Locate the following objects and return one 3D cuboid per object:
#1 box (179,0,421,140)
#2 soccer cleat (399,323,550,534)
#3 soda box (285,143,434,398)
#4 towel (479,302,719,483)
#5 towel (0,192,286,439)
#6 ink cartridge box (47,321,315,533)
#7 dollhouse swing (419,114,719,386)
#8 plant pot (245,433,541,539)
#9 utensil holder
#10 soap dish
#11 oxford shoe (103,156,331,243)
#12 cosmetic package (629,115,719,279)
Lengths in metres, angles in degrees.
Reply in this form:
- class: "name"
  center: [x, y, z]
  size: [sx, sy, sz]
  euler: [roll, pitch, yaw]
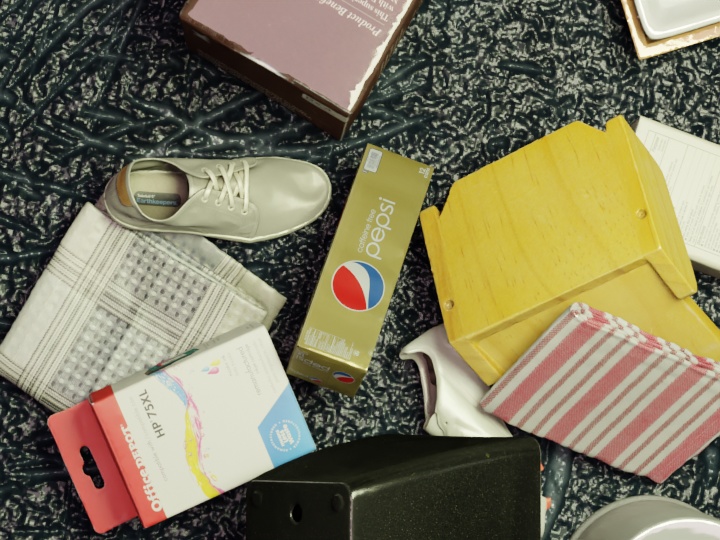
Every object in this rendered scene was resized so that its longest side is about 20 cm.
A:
- class: "box"
  center: [-0.033, -0.244, 1.711]
  size: [0.165, 0.164, 0.201]
  euler: [30, 86, -1]
- class: "soccer cleat"
  center: [0.096, 0.143, 1.738]
  size: [0.077, 0.069, 0.202]
  euler: [-19, 80, -24]
- class: "soda box"
  center: [0.000, 0.000, 1.713]
  size: [0.063, 0.068, 0.202]
  euler: [20, 65, -1]
- class: "towel"
  center: [0.216, 0.102, 1.698]
  size: [0.199, 0.147, 0.030]
  euler: [23, 42, -21]
- class: "towel"
  center: [-0.191, 0.050, 1.752]
  size: [0.192, 0.035, 0.201]
  euler: [33, 85, 0]
- class: "ink cartridge box"
  center: [-0.151, 0.136, 1.708]
  size: [0.198, 0.067, 0.117]
  euler: [-25, 97, -8]
- class: "dollhouse swing"
  center: [0.191, 0.007, 1.722]
  size: [0.199, 0.175, 0.183]
  euler: [-26, 59, 24]
- class: "plant pot"
  center: [0.016, 0.235, 1.633]
  size: [0.176, 0.199, 0.202]
  euler: [2, 86, -41]
- class: "utensil holder"
  center: [0.254, 0.276, 1.673]
  size: [0.168, 0.200, 0.172]
  euler: [0, 86, -3]
- class: "soap dish"
  center: [0.310, -0.284, 1.769]
  size: [0.198, 0.081, 0.159]
  euler: [-17, 88, -4]
- class: "oxford shoe"
  center: [-0.119, -0.066, 1.739]
  size: [0.198, 0.058, 0.076]
  euler: [-1, 72, -15]
- class: "cosmetic package"
  center: [0.311, -0.049, 1.759]
  size: [0.198, 0.073, 0.104]
  euler: [21, 87, 0]
